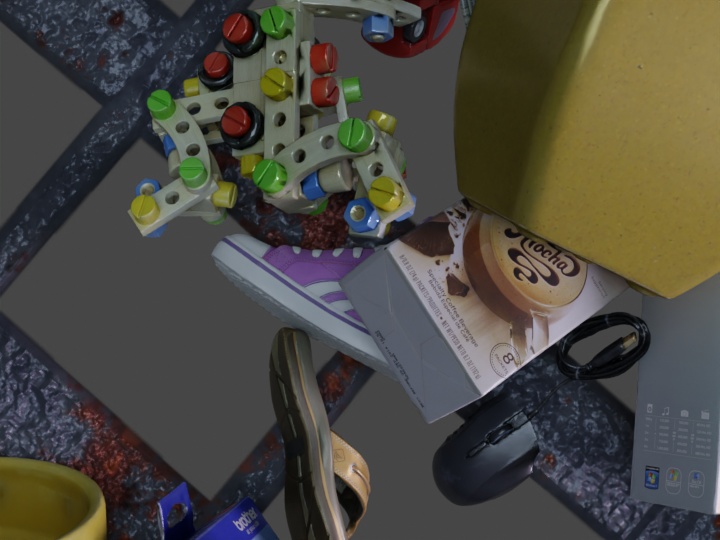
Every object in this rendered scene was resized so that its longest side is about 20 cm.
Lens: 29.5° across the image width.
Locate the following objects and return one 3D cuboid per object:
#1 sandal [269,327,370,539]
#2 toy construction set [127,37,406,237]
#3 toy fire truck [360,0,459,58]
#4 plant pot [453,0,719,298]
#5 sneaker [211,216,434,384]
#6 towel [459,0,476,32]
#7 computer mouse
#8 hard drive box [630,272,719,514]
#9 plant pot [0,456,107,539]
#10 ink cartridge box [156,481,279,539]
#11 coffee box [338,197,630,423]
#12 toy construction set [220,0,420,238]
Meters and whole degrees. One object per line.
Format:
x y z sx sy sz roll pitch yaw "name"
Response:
-0.023 0.138 0.969 0.054 0.080 0.202 -7 82 -22 "sandal"
-0.066 -0.090 0.964 0.198 0.092 0.132 -4 63 -8 "toy construction set"
0.068 -0.260 0.968 0.049 0.141 0.201 28 126 25 "toy fire truck"
0.162 -0.102 0.825 0.193 0.196 0.201 24 97 -20 "plant pot"
0.000 0.000 0.976 0.199 0.073 0.115 28 80 -6 "sneaker"
0.147 -0.226 0.912 0.198 0.035 0.194 -16 103 -15 "towel"
0.118 0.096 0.940 0.200 0.034 0.059 -47 64 26 "computer mouse"
0.267 0.060 0.930 0.155 0.077 0.202 5 87 -35 "hard drive box"
-0.265 0.246 0.905 0.199 0.201 0.191 -1 102 0 "plant pot"
-0.084 0.241 0.918 0.076 0.136 0.201 -38 87 15 "ink cartridge box"
0.101 -0.002 0.923 0.199 0.080 0.114 -32 88 -32 "coffee box"
-0.020 -0.117 0.878 0.130 0.092 0.202 -5 62 25 "toy construction set"
